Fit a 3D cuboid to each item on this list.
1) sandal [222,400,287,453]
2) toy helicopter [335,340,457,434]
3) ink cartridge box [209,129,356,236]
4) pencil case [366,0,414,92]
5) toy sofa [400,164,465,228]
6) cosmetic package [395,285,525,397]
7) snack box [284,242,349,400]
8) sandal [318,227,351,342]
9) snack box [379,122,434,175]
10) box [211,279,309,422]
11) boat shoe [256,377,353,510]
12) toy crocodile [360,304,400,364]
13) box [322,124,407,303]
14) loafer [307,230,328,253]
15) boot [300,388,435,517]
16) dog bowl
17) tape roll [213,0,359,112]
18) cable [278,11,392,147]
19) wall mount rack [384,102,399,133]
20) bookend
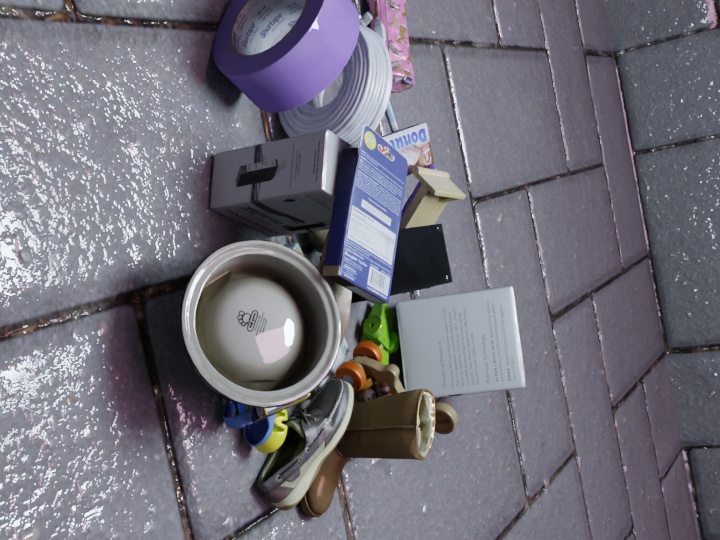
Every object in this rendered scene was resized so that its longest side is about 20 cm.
[{"bbox_3d":[-0.138,0.138,1.214,0.086,0.078,0.204,19,65,-50],"label":"sandal"},{"bbox_3d":[0.051,0.203,1.372,0.079,0.197,0.134,-45,150,-53],"label":"toy helicopter"},{"bbox_3d":[-0.086,-0.113,1.239,0.144,0.197,0.085,24,67,-52],"label":"ink cartridge box"},{"bbox_3d":[0.052,-0.423,1.637,0.081,0.086,0.204,0,81,-25],"label":"pencil case"},{"bbox_3d":[0.077,-0.078,1.505,0.082,0.202,0.098,2,38,-45],"label":"toy sofa"},{"bbox_3d":[0.173,0.122,1.549,0.165,0.196,0.168,14,68,-80],"label":"cosmetic package"},{"bbox_3d":[-0.089,0.076,1.337,0.117,0.037,0.202,-55,129,-48],"label":"snack box"},{"bbox_3d":[-0.054,0.034,1.241,0.077,0.069,0.215,18,90,-29],"label":"sandal"},{"bbox_3d":[0.054,-0.184,1.466,0.199,0.024,0.073,-28,109,-50],"label":"snack box"},{"bbox_3d":[-0.139,0.085,1.161,0.069,0.064,0.203,-20,82,-28],"label":"box"},{"bbox_3d":[-0.076,0.231,1.268,0.066,0.071,0.203,46,63,-35],"label":"boat shoe"},{"bbox_3d":[0.022,0.141,1.486,0.067,0.061,0.203,42,45,-46],"label":"toy crocodile"},{"bbox_3d":[0.010,-0.072,1.172,0.121,0.032,0.204,30,65,-52],"label":"box"},{"bbox_3d":[-0.044,-0.128,1.419,0.070,0.074,0.203,44,46,-45],"label":"loafer"},{"bbox_3d":[0.007,0.260,1.293,0.066,0.197,0.179,27,60,-51],"label":"boot"},{"bbox_3d":[-0.126,0.070,1.094,0.197,0.074,0.204,7,71,-21],"label":"dog bowl"},{"bbox_3d":[-0.104,-0.328,1.260,0.085,0.197,0.203,41,50,-45],"label":"tape roll"},{"bbox_3d":[-0.039,-0.271,1.348,0.069,0.199,0.203,17,49,-48],"label":"cable"},{"bbox_3d":[0.026,-0.234,1.508,0.174,0.073,0.203,-102,172,-70],"label":"wall mount rack"},{"bbox_3d":[0.000,0.000,1.380,0.197,0.198,0.094,-10,88,-45],"label":"bookend"}]
